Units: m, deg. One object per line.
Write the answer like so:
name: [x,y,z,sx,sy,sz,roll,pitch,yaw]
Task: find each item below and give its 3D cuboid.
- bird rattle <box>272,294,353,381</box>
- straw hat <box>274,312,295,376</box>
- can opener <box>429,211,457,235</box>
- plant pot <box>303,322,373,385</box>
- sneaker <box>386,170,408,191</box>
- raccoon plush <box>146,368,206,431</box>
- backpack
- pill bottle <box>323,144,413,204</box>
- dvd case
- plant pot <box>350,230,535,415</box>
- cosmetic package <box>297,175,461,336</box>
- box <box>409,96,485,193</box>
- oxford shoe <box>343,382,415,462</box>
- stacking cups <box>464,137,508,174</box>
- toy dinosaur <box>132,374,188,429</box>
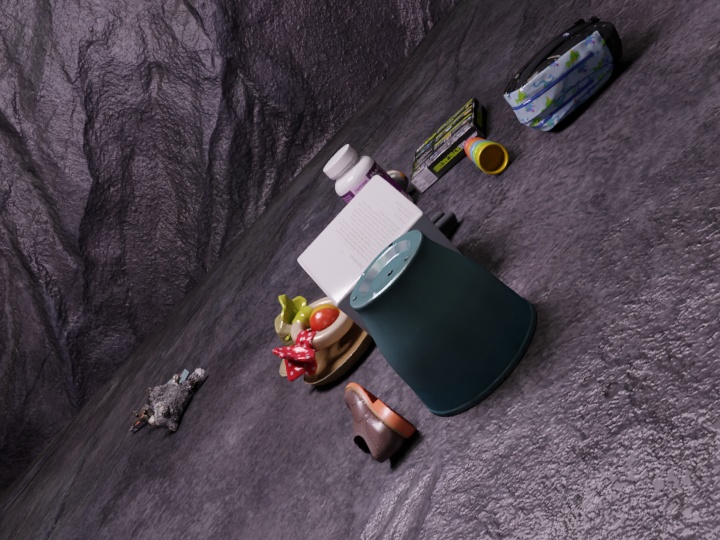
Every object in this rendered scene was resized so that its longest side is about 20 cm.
bird rattle: [-0.088,0.104,1.583,0.162,0.113,0.200,-29,21,7]
straw hat: [-0.134,0.117,1.781,0.201,0.085,0.201,-43,16,16]
can opener: [0.107,-0.035,1.554,0.052,0.067,0.200,10,48,47]
plant pot: [-0.028,0.137,1.560,0.200,0.027,0.200,-44,15,15]
sneaker: [0.044,-0.150,2.005,0.200,0.075,0.092,-46,21,36]
raccoon plush: [-0.470,0.326,2.186,0.200,0.097,0.134,-52,24,-18]
backpack: [0.356,-0.347,1.526,0.199,0.154,0.163,-27,16,-6]
pill bottle: [0.015,-0.184,1.896,0.112,0.200,0.112,-43,16,16]
dvd case: [-0.589,0.383,2.483,0.200,0.022,0.146,-38,18,35]
plant pot: [0.095,0.055,1.126,0.200,0.188,0.200,-44,15,15]
cosmetic package: [0.039,-0.011,1.394,0.200,0.165,0.165,-46,40,2]
box: [0.201,-0.290,1.948,0.200,0.047,0.193,-41,14,25]
oxford shoe: [0.007,0.213,1.203,0.073,0.071,0.200,-54,16,-6]
stacking cups: [0.241,-0.238,1.682,0.061,0.060,0.200,-45,16,9]
toy dinosaur: [-0.545,0.375,2.290,0.201,0.102,0.077,-56,42,13]
